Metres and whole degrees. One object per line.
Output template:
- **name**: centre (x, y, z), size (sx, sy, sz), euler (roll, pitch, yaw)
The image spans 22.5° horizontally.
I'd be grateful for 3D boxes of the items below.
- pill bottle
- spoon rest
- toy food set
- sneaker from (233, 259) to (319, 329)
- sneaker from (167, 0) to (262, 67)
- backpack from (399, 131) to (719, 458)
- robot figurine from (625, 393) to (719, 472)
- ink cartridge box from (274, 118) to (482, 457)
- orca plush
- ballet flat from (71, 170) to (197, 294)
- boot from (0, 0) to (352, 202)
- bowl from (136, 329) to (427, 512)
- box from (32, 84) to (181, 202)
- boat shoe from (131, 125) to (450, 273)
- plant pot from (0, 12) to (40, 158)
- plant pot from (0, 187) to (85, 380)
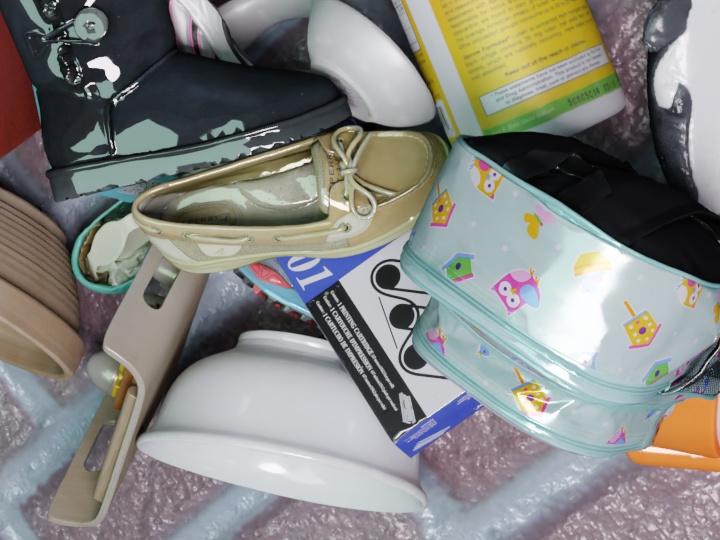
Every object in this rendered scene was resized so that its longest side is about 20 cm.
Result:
- **pill bottle**: centre (0.077, -0.171, 1.107), size (0.111, 0.111, 0.201), euler (-21, 95, 27)
- **spoon rest**: centre (-0.022, -0.145, 1.155), size (0.200, 0.061, 0.099), euler (26, 159, 46)
- **toy food set**: centre (-0.162, 0.065, 1.227), size (0.060, 0.144, 0.200), euler (23, 135, -1)
- **sneaker**: centre (0.000, 0.000, 1.222), size (0.199, 0.079, 0.096), euler (26, 89, 18)
- **sneaker**: centre (-0.119, -0.125, 1.171), size (0.200, 0.080, 0.086), euler (43, 76, -8)
- **backpack**: centre (0.113, 0.009, 0.980), size (0.176, 0.200, 0.154), euler (37, 99, 25)
- **robot figurine**: centre (0.200, 0.055, 1.112), size (0.199, 0.117, 0.145), euler (9, 92, 23)
- **ink cartridge box**: centre (0.013, 0.010, 1.147), size (0.094, 0.044, 0.200), euler (-35, 65, 4)
- **orca plush**: centre (0.208, -0.119, 1.105), size (0.105, 0.071, 0.201), euler (-15, 106, -19)
- **ballet flat**: centre (-0.128, -0.042, 1.256), size (0.200, 0.070, 0.067), euler (-37, 86, 27)
- **boot**: centre (-0.119, -0.144, 1.097), size (0.199, 0.076, 0.169), euler (-13, 98, 8)
- **bowl**: centre (-0.044, 0.097, 1.213), size (0.200, 0.201, 0.091), euler (6, 74, 22)
- **box**: centre (-0.182, -0.151, 1.210), size (0.049, 0.082, 0.201), euler (-22, 74, 27)
- **boat shoe**: centre (-0.041, -0.048, 1.124), size (0.200, 0.063, 0.074), euler (-10, 68, 14)
- **plant pot**: centre (-0.324, -0.155, 1.258), size (0.199, 0.200, 0.177), euler (-5, 114, 25)
- **plant pot**: centre (-0.275, -0.007, 1.294), size (0.200, 0.201, 0.093), euler (22, 75, 17)
